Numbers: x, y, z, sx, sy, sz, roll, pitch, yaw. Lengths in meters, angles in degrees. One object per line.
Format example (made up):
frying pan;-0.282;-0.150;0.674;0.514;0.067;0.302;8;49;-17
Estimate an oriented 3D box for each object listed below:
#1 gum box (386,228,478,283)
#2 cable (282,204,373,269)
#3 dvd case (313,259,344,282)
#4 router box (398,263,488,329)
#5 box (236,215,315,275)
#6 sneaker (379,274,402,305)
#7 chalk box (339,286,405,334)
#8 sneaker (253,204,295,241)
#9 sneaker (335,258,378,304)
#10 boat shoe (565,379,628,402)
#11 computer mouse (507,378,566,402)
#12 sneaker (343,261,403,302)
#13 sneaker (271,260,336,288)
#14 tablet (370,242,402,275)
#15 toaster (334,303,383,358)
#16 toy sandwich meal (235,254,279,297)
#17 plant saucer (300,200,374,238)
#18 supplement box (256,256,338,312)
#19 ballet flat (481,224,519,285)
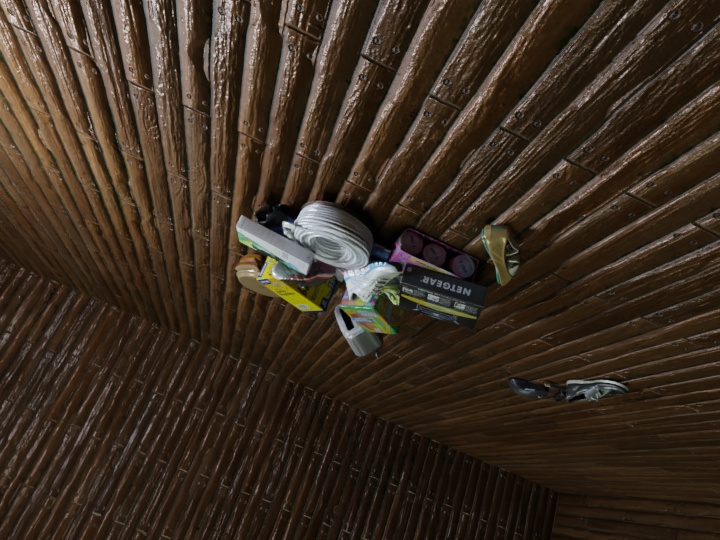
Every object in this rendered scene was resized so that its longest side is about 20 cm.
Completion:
gum box;0.163;-0.020;1.287;0.199;0.067;0.114;24;157;-7
cable;-0.066;-0.076;1.284;0.198;0.070;0.200;7;153;28
dvd case;-0.127;-0.031;1.563;0.199;0.018;0.143;22;155;-2
router box;0.193;0.065;1.294;0.198;0.053;0.158;17;157;9
box;-0.212;-0.058;1.343;0.199;0.037;0.144;29;165;-2
sneaker;0.123;0.066;1.471;0.199;0.077;0.075;26;168;-15
chalk box;0.032;0.081;1.535;0.124;0.125;0.200;1;149;37
sneaker;-0.233;-0.119;1.402;0.111;0.077;0.199;45;160;-21
sneaker;0.000;0.000;1.426;0.200;0.088;0.081;43;177;32
boat shoe;0.727;0.378;1.660;0.072;0.068;0.199;35;151;-25
computer mouse;0.609;0.416;1.858;0.198;0.046;0.141;17;157;11
sneaker;0.034;0.031;1.285;0.074;0.088;0.199;7;164;-34
sneaker;-0.158;0.021;1.467;0.199;0.077;0.082;0;137;-39
tablet;0.109;-0.013;1.402;0.199;0.014;0.130;25;162;-7
toaster;-0.006;0.179;1.710;0.113;0.201;0.129;-28;137;4
toy sandwich meal;-0.320;0.020;1.775;0.203;0.071;0.205;14;158;6
plant saucer;-0.063;-0.102;1.349;0.199;0.032;0.201;17;155;8
supplement box;-0.182;0.029;1.575;0.109;0.110;0.200;-7;143;48
ballet flat;0.312;-0.028;1.158;0.063;0.069;0.200;-7;147;23
